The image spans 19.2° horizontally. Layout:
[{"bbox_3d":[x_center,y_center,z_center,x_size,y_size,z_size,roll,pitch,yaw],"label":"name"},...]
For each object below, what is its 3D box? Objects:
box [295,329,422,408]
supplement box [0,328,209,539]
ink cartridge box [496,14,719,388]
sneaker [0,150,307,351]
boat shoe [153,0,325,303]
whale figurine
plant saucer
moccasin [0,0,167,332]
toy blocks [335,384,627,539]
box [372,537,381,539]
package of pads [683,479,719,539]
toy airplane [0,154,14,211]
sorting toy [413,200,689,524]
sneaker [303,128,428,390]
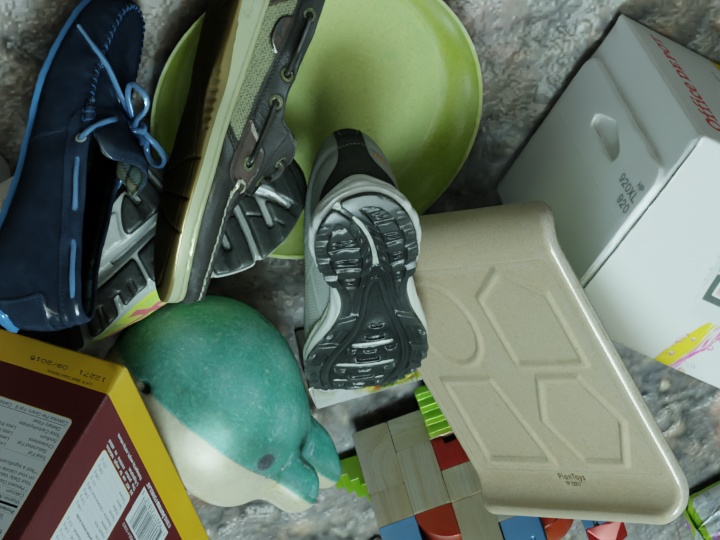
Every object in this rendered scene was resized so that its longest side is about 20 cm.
[{"bbox_3d":[0.058,0.038,1.368,0.199,0.042,0.039,-16,128,-5],"label":"box"},{"bbox_3d":[-0.204,0.170,1.177,0.132,0.201,0.198,15,148,24],"label":"supplement box"},{"bbox_3d":[0.213,-0.031,1.296,0.199,0.148,0.145,23,116,-28],"label":"ink cartridge box"},{"bbox_3d":[-0.124,-0.014,1.234,0.199,0.090,0.078,-27,90,-9],"label":"sneaker"},{"bbox_3d":[-0.064,-0.075,1.163,0.064,0.073,0.201,14,95,-19],"label":"boat shoe"},{"bbox_3d":[-0.069,0.078,1.296,0.104,0.159,0.200,-52,148,8],"label":"whale figurine"},{"bbox_3d":[-0.027,-0.098,1.254,0.199,0.031,0.201,-7,126,-10],"label":"plant saucer"},{"bbox_3d":[-0.144,-0.055,1.162,0.068,0.201,0.080,7,163,21],"label":"moccasin"},{"bbox_3d":[0.085,0.149,1.380,0.199,0.137,0.100,-19,143,3],"label":"toy blocks"},{"bbox_3d":[0.047,0.311,1.456,0.106,0.200,0.152,-43,125,16],"label":"box"},{"bbox_3d":[0.346,0.182,1.533,0.199,0.068,0.155,-28,128,4],"label":"package of pads"},{"bbox_3d":[-0.277,-0.042,1.175,0.200,0.141,0.199,-36,164,0],"label":"toy airplane"},{"bbox_3d":[0.095,0.054,1.248,0.036,0.185,0.201,-35,107,-31],"label":"sorting toy"},{"bbox_3d":[0.000,0.000,1.241,0.073,0.080,0.201,-5,140,-7],"label":"sneaker"}]
